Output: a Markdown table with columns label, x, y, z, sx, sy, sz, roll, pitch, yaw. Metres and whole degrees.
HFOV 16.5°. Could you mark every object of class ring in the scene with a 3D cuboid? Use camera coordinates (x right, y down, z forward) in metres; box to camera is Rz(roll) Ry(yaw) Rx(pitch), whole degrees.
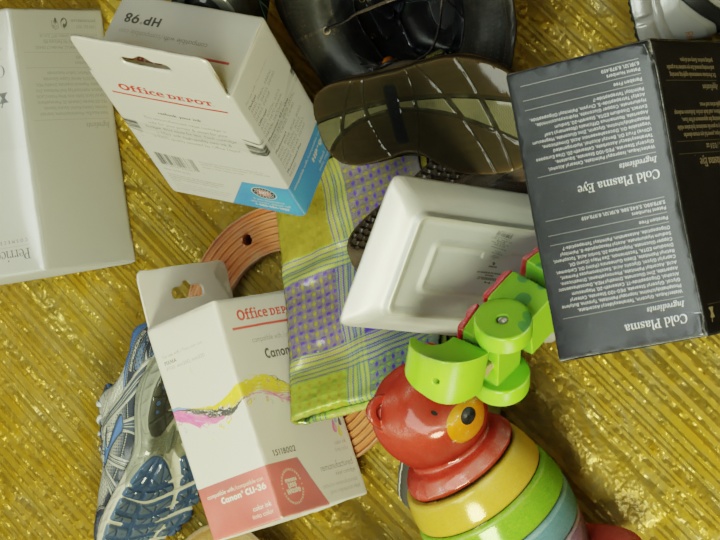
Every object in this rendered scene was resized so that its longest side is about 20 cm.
| label | x | y | z | sx | sy | sz | roll | pitch | yaw |
| --- | --- | --- | --- | --- | --- | --- | --- | --- | --- |
| ring | -0.045 | 0.049 | 1.841 | 0.199 | 0.019 | 0.202 | 3 | 95 | 32 |

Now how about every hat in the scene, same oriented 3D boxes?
| label | x | y | z | sx | sy | sz | roll | pitch | yaw |
| --- | --- | --- | --- | --- | --- | --- | --- | --- | --- |
| hat | 0.038 | -0.196 | 1.735 | 0.200 | 0.081 | 0.202 | 14 | 118 | 28 |

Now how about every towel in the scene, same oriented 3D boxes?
| label | x | y | z | sx | sy | sz | roll | pitch | yaw |
| --- | --- | --- | --- | --- | --- | --- | --- | --- | --- |
| towel | 0.000 | 0.000 | 1.754 | 0.143 | 0.023 | 0.201 | -19 | 62 | 31 |

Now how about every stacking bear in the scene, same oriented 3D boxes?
| label | x | y | z | sx | sy | sz | roll | pitch | yaw |
| --- | --- | --- | --- | --- | --- | --- | --- | --- | --- |
| stacking bear | 0.080 | 0.144 | 1.673 | 0.200 | 0.121 | 0.114 | 56 | 158 | -19 |

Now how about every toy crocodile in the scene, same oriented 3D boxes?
| label | x | y | z | sx | sy | sz | roll | pitch | yaw |
| --- | --- | --- | --- | --- | --- | --- | --- | --- | --- |
| toy crocodile | 0.109 | 0.024 | 1.630 | 0.062 | 0.200 | 0.068 | 31 | 145 | 28 |

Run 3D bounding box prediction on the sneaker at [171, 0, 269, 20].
| label | x | y | z | sx | sy | sz | roll | pitch | yaw |
| --- | --- | --- | --- | --- | --- | --- | --- | --- | --- |
| sneaker | -0.090 | -0.176 | 1.782 | 0.075 | 0.200 | 0.080 | 21 | 66 | 5 |

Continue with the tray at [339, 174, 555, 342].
| label | x | y | z | sx | sy | sz | roll | pitch | yaw |
| --- | --- | --- | --- | --- | --- | --- | --- | --- | --- |
| tray | 0.082 | -0.001 | 1.657 | 0.022 | 0.199 | 0.108 | 35 | 112 | 45 |

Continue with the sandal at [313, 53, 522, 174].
| label | x | y | z | sx | sy | sz | roll | pitch | yaw |
| --- | --- | --- | --- | --- | --- | --- | --- | --- | --- |
| sandal | 0.052 | -0.106 | 1.686 | 0.199 | 0.054 | 0.082 | -4 | 104 | 46 |

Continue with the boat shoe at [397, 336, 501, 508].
| label | x | y | z | sx | sy | sz | roll | pitch | yaw |
| --- | --- | --- | --- | --- | --- | --- | --- | --- | --- |
| boat shoe | 0.064 | 0.075 | 1.749 | 0.060 | 0.072 | 0.202 | 24 | 98 | 33 |

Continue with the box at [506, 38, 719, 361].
| label | x | y | z | sx | sy | sz | roll | pitch | yaw |
| --- | --- | --- | --- | --- | --- | --- | --- | --- | --- |
| box | 0.193 | -0.047 | 1.583 | 0.104 | 0.200 | 0.183 | -13 | 87 | 30 |

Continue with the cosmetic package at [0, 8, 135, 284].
| label | x | y | z | sx | sy | sz | roll | pitch | yaw |
| --- | --- | --- | --- | --- | --- | --- | --- | --- | --- |
| cosmetic package | -0.298 | -0.087 | 1.923 | 0.198 | 0.123 | 0.201 | -9 | 91 | 31 |

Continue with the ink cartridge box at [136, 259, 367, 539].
| label | x | y | z | sx | sy | sz | roll | pitch | yaw |
| --- | --- | --- | --- | --- | --- | --- | --- | --- | --- |
| ink cartridge box | -0.079 | 0.082 | 1.785 | 0.067 | 0.116 | 0.201 | -22 | 83 | 31 |

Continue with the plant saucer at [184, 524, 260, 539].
| label | x | y | z | sx | sy | sz | roll | pitch | yaw |
| --- | --- | --- | --- | --- | --- | --- | --- | --- | --- |
| plant saucer | -0.093 | 0.288 | 1.848 | 0.200 | 0.035 | 0.201 | -12 | 75 | 52 |

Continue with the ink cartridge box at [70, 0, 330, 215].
| label | x | y | z | sx | sy | sz | roll | pitch | yaw |
| --- | --- | --- | --- | --- | --- | --- | --- | --- | --- |
| ink cartridge box | -0.106 | -0.124 | 1.723 | 0.115 | 0.200 | 0.067 | 12 | 65 | 25 |

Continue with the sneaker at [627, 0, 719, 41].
| label | x | y | z | sx | sy | sz | roll | pitch | yaw |
| --- | --- | --- | --- | --- | --- | --- | --- | --- | --- |
| sneaker | 0.207 | -0.247 | 1.644 | 0.080 | 0.074 | 0.201 | -10 | 93 | 17 |

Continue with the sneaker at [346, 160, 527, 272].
| label | x | y | z | sx | sy | sz | roll | pitch | yaw |
| --- | --- | --- | --- | --- | --- | --- | --- | --- | --- |
| sneaker | 0.078 | -0.041 | 1.696 | 0.070 | 0.200 | 0.076 | 27 | 147 | 55 |

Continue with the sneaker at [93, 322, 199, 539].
| label | x | y | z | sx | sy | sz | roll | pitch | yaw |
| --- | --- | --- | --- | --- | --- | --- | --- | --- | --- |
| sneaker | -0.164 | 0.127 | 1.895 | 0.085 | 0.077 | 0.201 | 45 | 124 | 44 |
